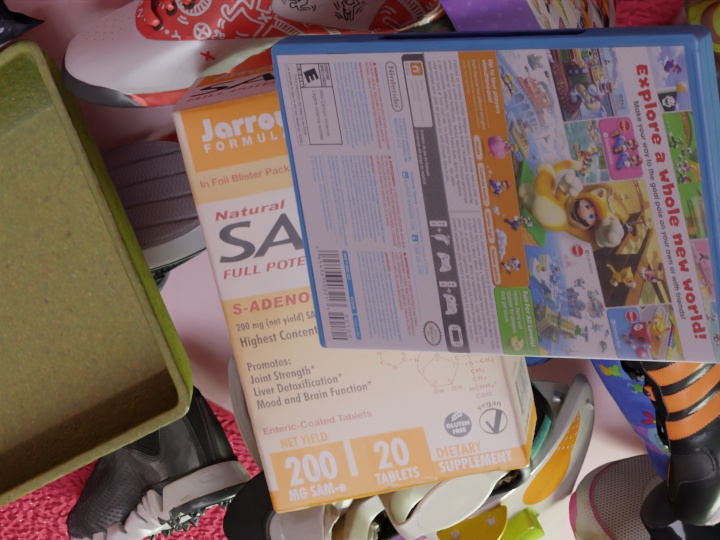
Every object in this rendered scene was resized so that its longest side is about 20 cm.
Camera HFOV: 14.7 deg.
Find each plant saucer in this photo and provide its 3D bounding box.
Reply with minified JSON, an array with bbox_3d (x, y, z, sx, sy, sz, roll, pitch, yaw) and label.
[{"bbox_3d":[-0.177,0.009,1.410,0.200,0.048,0.200,-27,84,36],"label":"plant saucer"}]

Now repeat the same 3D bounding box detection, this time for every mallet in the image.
[{"bbox_3d":[0.111,0.158,1.509,0.200,0.041,0.066,-13,125,26],"label":"mallet"}]

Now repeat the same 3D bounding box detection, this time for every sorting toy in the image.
[{"bbox_3d":[0.036,0.127,1.563,0.200,0.107,0.180,3,159,15],"label":"sorting toy"}]

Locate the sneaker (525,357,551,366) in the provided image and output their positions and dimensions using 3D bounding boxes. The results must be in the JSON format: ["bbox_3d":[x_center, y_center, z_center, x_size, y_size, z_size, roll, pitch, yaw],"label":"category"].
[{"bbox_3d":[0.023,0.033,1.418,0.200,0.147,0.081,35,131,-26],"label":"sneaker"}]

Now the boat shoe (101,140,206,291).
[{"bbox_3d":[-0.131,-0.014,1.461,0.200,0.072,0.071,-12,142,36],"label":"boat shoe"}]

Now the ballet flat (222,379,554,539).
[{"bbox_3d":[0.008,0.113,1.412,0.200,0.068,0.068,-29,120,26],"label":"ballet flat"}]

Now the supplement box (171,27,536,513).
[{"bbox_3d":[0.000,0.000,1.290,0.126,0.074,0.200,-12,105,11],"label":"supplement box"}]

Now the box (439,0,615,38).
[{"bbox_3d":[0.060,-0.155,1.217,0.039,0.137,0.200,-14,132,21],"label":"box"}]

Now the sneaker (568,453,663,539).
[{"bbox_3d":[0.215,0.124,1.533,0.200,0.081,0.088,-1,147,-2],"label":"sneaker"}]

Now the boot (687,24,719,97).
[{"bbox_3d":[0.227,-0.069,1.334,0.200,0.069,0.174,-26,128,34],"label":"boot"}]

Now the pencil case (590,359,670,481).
[{"bbox_3d":[0.160,0.033,1.446,0.087,0.078,0.200,6,144,36],"label":"pencil case"}]

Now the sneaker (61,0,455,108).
[{"bbox_3d":[-0.056,-0.143,1.303,0.201,0.067,0.108,-8,134,12],"label":"sneaker"}]

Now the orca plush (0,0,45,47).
[{"bbox_3d":[-0.256,-0.104,1.373,0.200,0.105,0.071,-26,94,42],"label":"orca plush"}]

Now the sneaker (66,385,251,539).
[{"bbox_3d":[-0.124,0.108,1.586,0.066,0.091,0.200,-17,173,-28],"label":"sneaker"}]

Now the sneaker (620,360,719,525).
[{"bbox_3d":[0.156,0.038,1.362,0.090,0.070,0.200,4,126,-6],"label":"sneaker"}]

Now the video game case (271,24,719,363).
[{"bbox_3d":[0.061,-0.032,1.185,0.200,0.018,0.143,1,110,29],"label":"video game case"}]

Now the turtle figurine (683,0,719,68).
[{"bbox_3d":[0.148,-0.138,1.207,0.064,0.200,0.161,-23,153,16],"label":"turtle figurine"}]
